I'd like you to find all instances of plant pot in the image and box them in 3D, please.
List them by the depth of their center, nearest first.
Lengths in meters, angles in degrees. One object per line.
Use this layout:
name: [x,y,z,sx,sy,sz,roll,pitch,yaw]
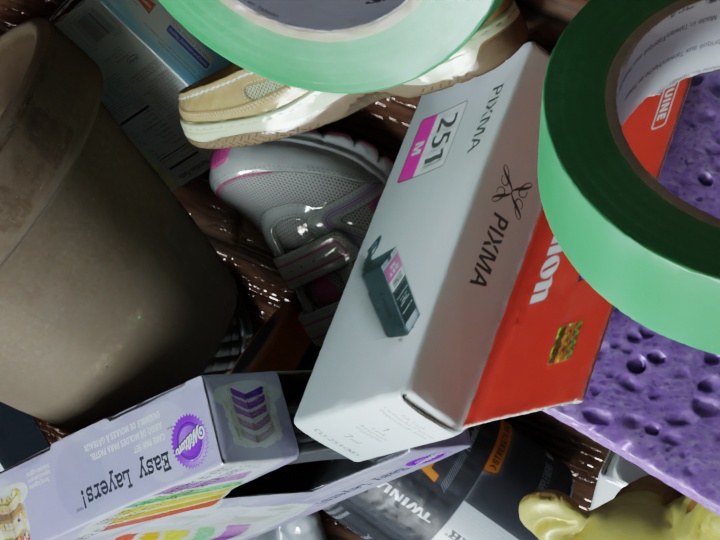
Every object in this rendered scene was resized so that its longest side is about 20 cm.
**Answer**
plant pot: [-0.161,-0.004,1.187,0.175,0.200,0.200,38,143,-20]

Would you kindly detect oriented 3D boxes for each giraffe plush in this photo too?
giraffe plush: [0.176,0.144,1.128,0.162,0.200,0.173,-20,80,34]

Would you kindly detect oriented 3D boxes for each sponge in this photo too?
sponge: [0.165,-0.001,1.026,0.111,0.200,0.030,29,170,-1]

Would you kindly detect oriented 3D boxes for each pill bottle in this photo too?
pill bottle: [0.017,0.103,1.325,0.200,0.106,0.106,36,144,-9]

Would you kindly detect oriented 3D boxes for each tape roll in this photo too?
tape roll: [0.174,-0.052,0.951,0.200,0.201,0.048,18,142,16]
tape roll: [-0.018,-0.178,1.008,0.200,0.048,0.201,13,125,19]

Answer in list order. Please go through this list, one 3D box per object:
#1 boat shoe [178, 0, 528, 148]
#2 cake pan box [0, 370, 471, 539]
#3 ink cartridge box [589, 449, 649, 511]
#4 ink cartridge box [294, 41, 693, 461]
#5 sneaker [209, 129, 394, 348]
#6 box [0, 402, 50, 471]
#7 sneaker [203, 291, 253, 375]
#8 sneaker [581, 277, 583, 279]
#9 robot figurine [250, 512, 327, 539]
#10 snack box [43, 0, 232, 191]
boat shoe: [-0.015,-0.118,1.124,0.200,0.072,0.076,-16,112,30]
cake pan box: [-0.068,0.099,1.178,0.200,0.184,0.052,-26,74,39]
ink cartridge box: [0.201,0.167,1.295,0.144,0.084,0.200,21,144,12]
ink cartridge box: [0.062,-0.017,1.053,0.044,0.200,0.173,33,152,-22]
sneaker: [0.000,0.000,1.211,0.200,0.088,0.081,34,145,-20]
box: [-0.279,0.106,1.450,0.197,0.124,0.200,38,159,47]
sneaker: [-0.132,0.091,1.370,0.085,0.200,0.074,24,-173,31]
sneaker: [0.154,-0.004,1.149,0.200,0.081,0.084,-9,117,29]
robot figurine: [-0.098,0.171,1.479,0.169,0.113,0.200,2,137,21]
snack box: [-0.149,-0.086,1.269,0.116,0.037,0.200,44,141,-17]
